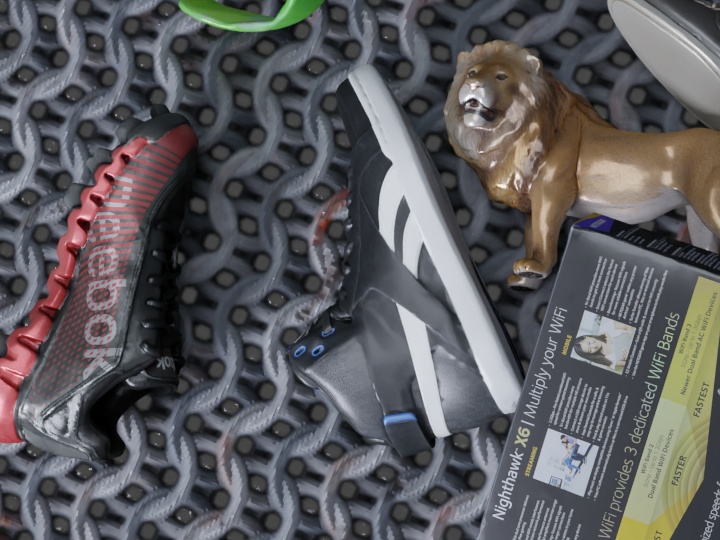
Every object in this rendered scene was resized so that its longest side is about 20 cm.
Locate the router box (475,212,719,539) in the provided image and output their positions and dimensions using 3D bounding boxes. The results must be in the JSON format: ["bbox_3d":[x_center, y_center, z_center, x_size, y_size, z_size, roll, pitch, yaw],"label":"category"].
[{"bbox_3d":[0.154,0.091,1.479,0.157,0.052,0.201,20,103,13],"label":"router box"}]

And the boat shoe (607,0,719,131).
[{"bbox_3d":[0.216,-0.091,1.530,0.200,0.067,0.057,40,72,12],"label":"boat shoe"}]

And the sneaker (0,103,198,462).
[{"bbox_3d":[-0.124,0.014,1.589,0.098,0.071,0.201,26,89,18],"label":"sneaker"}]

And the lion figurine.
[{"bbox_3d":[0.138,-0.048,1.541,0.199,0.072,0.123,9,78,4],"label":"lion figurine"}]

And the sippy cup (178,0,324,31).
[{"bbox_3d":[-0.060,-0.229,1.592,0.130,0.140,0.178,20,73,27],"label":"sippy cup"}]

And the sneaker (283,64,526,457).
[{"bbox_3d":[0.000,0.000,1.557,0.112,0.073,0.201,-25,76,7],"label":"sneaker"}]
